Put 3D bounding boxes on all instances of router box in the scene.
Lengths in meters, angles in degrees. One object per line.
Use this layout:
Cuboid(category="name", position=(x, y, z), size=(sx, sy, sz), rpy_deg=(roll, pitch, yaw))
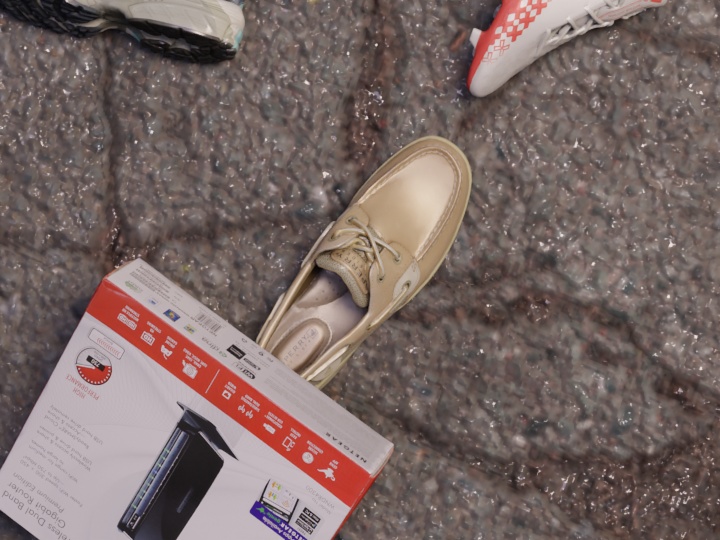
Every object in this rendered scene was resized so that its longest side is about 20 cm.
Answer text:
Cuboid(category="router box", position=(-0.107, 0.124, 0.960), size=(0.199, 0.049, 0.181), rpy_deg=(35, 113, 6))

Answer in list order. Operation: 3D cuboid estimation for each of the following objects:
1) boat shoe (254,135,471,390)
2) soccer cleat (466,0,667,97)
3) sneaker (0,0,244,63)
Cuboid(category="boat shoe", position=(0.000, 0.000, 0.983), size=(0.072, 0.065, 0.201), rpy_deg=(40, 90, 5))
Cuboid(category="soccer cleat", position=(0.146, -0.179, 0.984), size=(0.085, 0.069, 0.200), rpy_deg=(40, 86, 9))
Cuboid(category="sneaker", position=(-0.165, -0.198, 1.012), size=(0.197, 0.078, 0.087), rpy_deg=(15, 76, -2))
